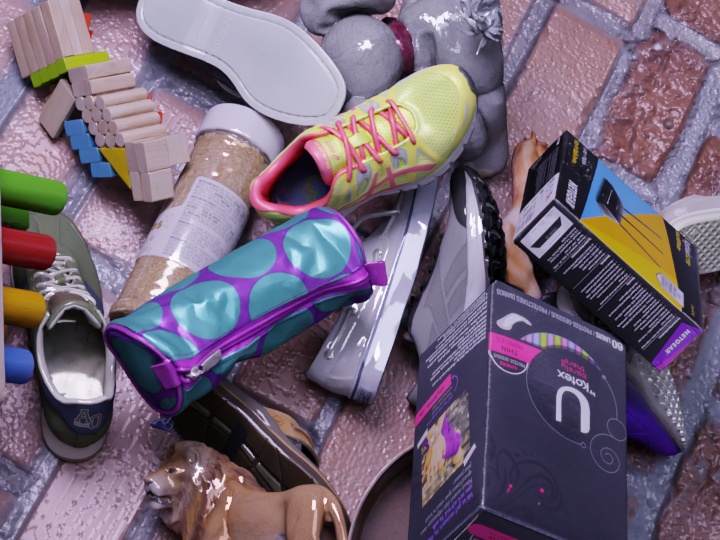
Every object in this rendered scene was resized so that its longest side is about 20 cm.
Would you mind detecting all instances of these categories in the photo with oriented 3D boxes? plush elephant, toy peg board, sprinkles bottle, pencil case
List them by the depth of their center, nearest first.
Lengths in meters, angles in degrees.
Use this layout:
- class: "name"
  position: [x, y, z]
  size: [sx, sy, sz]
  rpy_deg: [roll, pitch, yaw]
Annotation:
- class: "toy peg board"
  position: [-0.290, 0.018, 1.483]
  size: [0.098, 0.200, 0.200]
  rpy_deg: [11, 69, -45]
- class: "pencil case"
  position: [-0.084, 0.030, 1.520]
  size: [0.200, 0.085, 0.092]
  rpy_deg: [-32, 34, -29]
- class: "sprinkles bottle"
  position: [-0.125, -0.033, 1.611]
  size: [0.068, 0.068, 0.200]
  rpy_deg: [26, 62, -4]
- class: "plush elephant"
  position: [0.035, -0.165, 1.677]
  size: [0.154, 0.200, 0.165]
  rpy_deg: [-8, 75, 0]

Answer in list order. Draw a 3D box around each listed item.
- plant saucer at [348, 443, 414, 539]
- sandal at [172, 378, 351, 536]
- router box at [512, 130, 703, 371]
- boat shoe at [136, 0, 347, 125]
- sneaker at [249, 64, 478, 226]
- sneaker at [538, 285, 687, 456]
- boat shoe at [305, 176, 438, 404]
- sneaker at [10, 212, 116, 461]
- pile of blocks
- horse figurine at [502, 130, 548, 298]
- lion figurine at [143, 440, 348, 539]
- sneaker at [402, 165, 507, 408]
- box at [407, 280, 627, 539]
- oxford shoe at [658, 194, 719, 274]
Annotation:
- class: "plant saucer"
  position: [0.076, 0.219, 1.553]
  size: [0.200, 0.034, 0.201]
  rpy_deg: [2, 84, -22]
- class: "sandal"
  position: [-0.072, 0.135, 1.560]
  size: [0.200, 0.082, 0.055]
  rpy_deg: [45, 40, 14]
- class: "router box"
  position: [0.191, -0.019, 1.601]
  size: [0.149, 0.051, 0.200]
  rpy_deg: [41, 19, -7]
- class: "boat shoe"
  position: [-0.085, -0.173, 1.657]
  size: [0.200, 0.060, 0.076]
  rpy_deg: [36, 97, 22]
- class: "sneaker"
  position: [0.000, -0.088, 1.571]
  size: [0.200, 0.090, 0.078]
  rpy_deg: [-35, 75, 18]
- class: "sneaker"
  position: [0.177, 0.087, 1.635]
  size: [0.200, 0.099, 0.070]
  rpy_deg: [45, 28, -34]
- class: "boat shoe"
  position: [-0.001, 0.002, 1.638]
  size: [0.086, 0.075, 0.202]
  rpy_deg: [18, 70, 1]
- class: "sneaker"
  position: [-0.214, 0.033, 1.542]
  size: [0.067, 0.090, 0.201]
  rpy_deg: [-5, 68, -18]
- class: "pile of blocks"
  position: [-0.198, -0.129, 1.634]
  size: [0.062, 0.082, 0.200]
  rpy_deg: [-17, 65, -46]
- class: "horse figurine"
  position: [0.145, -0.015, 1.696]
  size: [0.132, 0.050, 0.200]
  rpy_deg: [39, 59, -3]
- class: "lion figurine"
  position: [-0.066, 0.183, 1.490]
  size: [0.200, 0.072, 0.123]
  rpy_deg: [-2, 77, 30]
- class: "sneaker"
  position: [0.071, 0.017, 1.621]
  size: [0.079, 0.074, 0.201]
  rpy_deg: [1, 84, 18]
- class: "box"
  position: [0.112, 0.129, 1.481]
  size: [0.122, 0.106, 0.200]
  rpy_deg: [23, 47, -20]
- class: "oxford shoe"
  position: [0.330, -0.035, 1.755]
  size: [0.199, 0.075, 0.058]
  rpy_deg: [-4, 23, -20]
